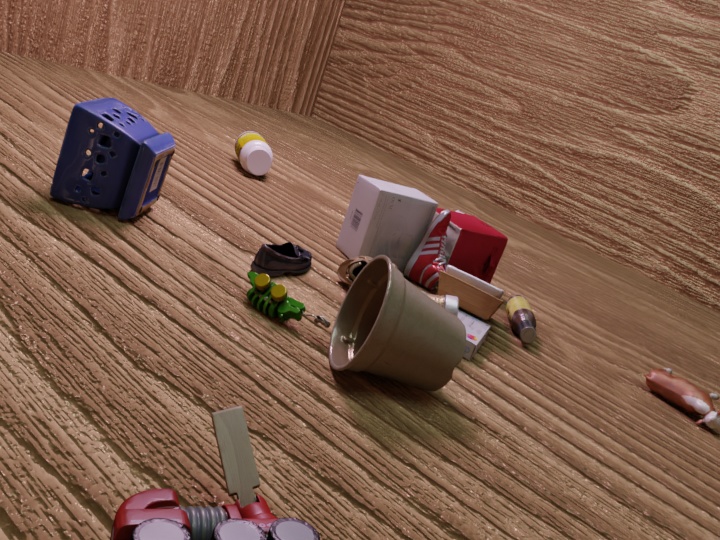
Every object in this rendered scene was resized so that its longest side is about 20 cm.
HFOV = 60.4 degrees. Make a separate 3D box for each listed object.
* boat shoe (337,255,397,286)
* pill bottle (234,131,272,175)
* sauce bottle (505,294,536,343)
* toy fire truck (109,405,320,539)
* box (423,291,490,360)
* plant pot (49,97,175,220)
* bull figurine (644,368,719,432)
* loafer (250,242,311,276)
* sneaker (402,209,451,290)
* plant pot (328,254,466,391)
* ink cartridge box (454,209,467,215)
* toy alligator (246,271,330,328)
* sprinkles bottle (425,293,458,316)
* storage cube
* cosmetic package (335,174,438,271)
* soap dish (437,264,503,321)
[{"bbox_3d":[0.000,0.000,1.331,0.063,0.073,0.198,11,-7,-34],"label":"boat shoe"},{"bbox_3d":[-0.353,-0.386,2.058,0.110,0.115,0.200,12,19,-24],"label":"pill bottle"},{"bbox_3d":[0.400,0.120,1.531,0.063,0.066,0.200,20,17,1],"label":"sauce bottle"},{"bbox_3d":[-0.141,0.224,0.571,0.172,0.132,0.199,11,9,-26],"label":"toy fire truck"},{"bbox_3d":[0.174,0.110,1.348,0.197,0.042,0.155,26,19,17],"label":"box"},{"bbox_3d":[-0.512,-0.232,1.316,0.176,0.204,0.201,24,17,-6],"label":"plant pot"},{"bbox_3d":[0.765,0.294,1.445,0.120,0.066,0.199,6,25,-48],"label":"bull figurine"},{"bbox_3d":[-0.159,-0.032,1.344,0.071,0.064,0.199,28,19,22],"label":"loafer"},{"bbox_3d":[0.203,-0.047,1.588,0.111,0.203,0.071,34,9,20],"label":"sneaker"},{"bbox_3d":[0.070,0.107,1.042,0.181,0.203,0.201,27,15,-18],"label":"plant pot"},{"bbox_3d":[0.323,-0.130,2.074,0.067,0.118,0.200,24,18,12],"label":"ink cartridge box"},{"bbox_3d":[-0.144,0.065,1.111,0.198,0.060,0.054,31,62,24],"label":"toy alligator"},{"bbox_3d":[0.098,0.074,1.253,0.194,0.070,0.068,8,17,4],"label":"sprinkles bottle"},{"bbox_3d":[0.267,-0.058,1.717,0.176,0.175,0.200,8,22,-33],"label":"storage cube"},{"bbox_3d":[0.070,-0.118,1.622,0.196,0.204,0.123,7,21,-35],"label":"cosmetic package"},{"bbox_3d":[0.264,0.055,1.477,0.155,0.083,0.200,26,3,14],"label":"soap dish"}]
